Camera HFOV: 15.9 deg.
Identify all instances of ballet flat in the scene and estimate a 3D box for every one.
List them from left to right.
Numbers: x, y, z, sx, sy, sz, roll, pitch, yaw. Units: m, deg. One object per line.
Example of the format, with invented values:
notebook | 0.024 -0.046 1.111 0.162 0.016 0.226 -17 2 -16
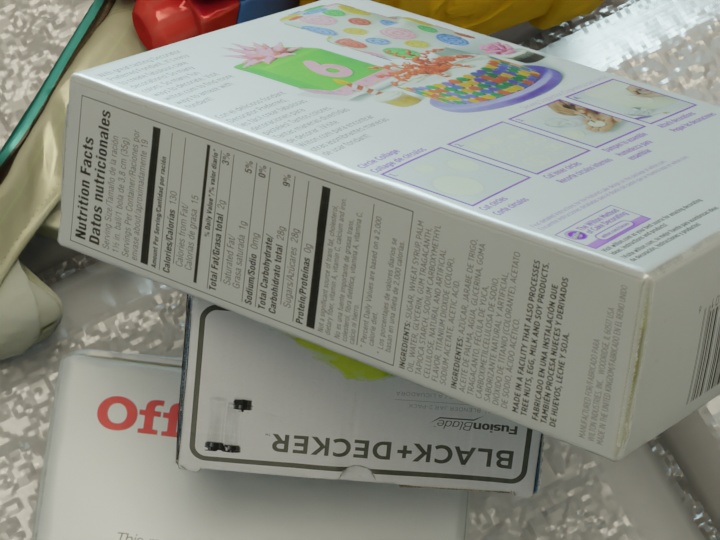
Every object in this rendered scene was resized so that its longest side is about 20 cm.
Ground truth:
ballet flat | -0.119 -0.014 0.927 0.069 0.070 0.201 32 69 7

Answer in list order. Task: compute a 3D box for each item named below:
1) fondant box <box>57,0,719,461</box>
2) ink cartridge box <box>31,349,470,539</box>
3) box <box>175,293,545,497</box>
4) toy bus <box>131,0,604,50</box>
fondant box | 0.031 -0.022 0.773 0.199 0.059 0.144 21 26 29
ink cartridge box | -0.043 0.138 0.862 0.143 0.085 0.202 7 69 -3
box | 0.000 0.000 0.866 0.116 0.200 0.061 5 113 -3
toy bus | -0.018 -0.166 0.953 0.191 0.136 0.201 -25 72 -15
